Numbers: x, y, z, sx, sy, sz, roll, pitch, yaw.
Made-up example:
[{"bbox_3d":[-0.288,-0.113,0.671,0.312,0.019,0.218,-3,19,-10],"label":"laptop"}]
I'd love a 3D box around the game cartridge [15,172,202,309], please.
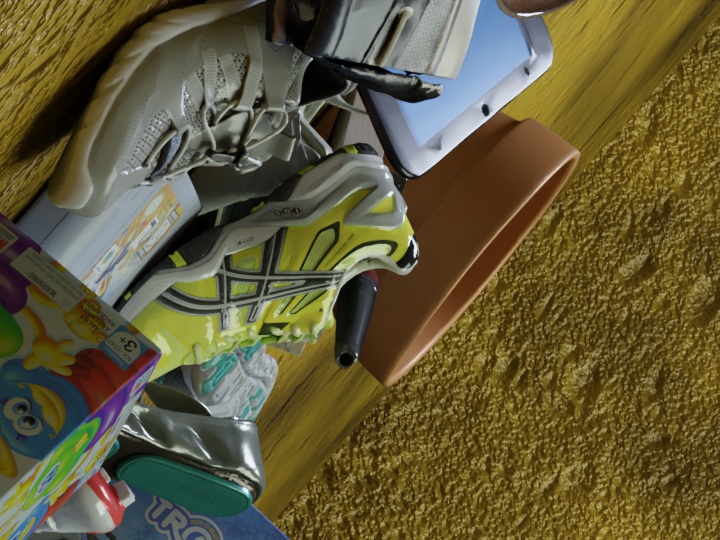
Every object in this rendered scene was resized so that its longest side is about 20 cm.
[{"bbox_3d":[-0.139,-0.007,1.439,0.133,0.041,0.200,-54,174,-5],"label":"game cartridge"}]

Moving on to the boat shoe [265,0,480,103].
[{"bbox_3d":[0.019,-0.179,1.315,0.092,0.074,0.201,7,98,-44],"label":"boat shoe"}]

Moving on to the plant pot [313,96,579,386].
[{"bbox_3d":[0.030,-0.045,1.889,0.200,0.140,0.200,-48,174,-7],"label":"plant pot"}]

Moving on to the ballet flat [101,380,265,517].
[{"bbox_3d":[-0.139,0.087,1.614,0.067,0.199,0.064,-31,-130,41],"label":"ballet flat"}]

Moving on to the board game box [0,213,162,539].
[{"bbox_3d":[-0.196,0.084,1.256,0.200,0.105,0.103,-45,171,-43],"label":"board game box"}]

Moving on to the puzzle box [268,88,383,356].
[{"bbox_3d":[-0.013,-0.050,1.703,0.200,0.025,0.134,-78,-171,-64],"label":"puzzle box"}]

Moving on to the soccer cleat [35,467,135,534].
[{"bbox_3d":[-0.176,0.106,1.441,0.085,0.069,0.200,-36,-159,-15],"label":"soccer cleat"}]

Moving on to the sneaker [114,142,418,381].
[{"bbox_3d":[-0.057,0.013,1.532,0.200,0.077,0.075,-35,173,-7],"label":"sneaker"}]

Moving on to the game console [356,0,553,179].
[{"bbox_3d":[0.063,-0.173,1.495,0.173,0.119,0.200,-54,173,35],"label":"game console"}]

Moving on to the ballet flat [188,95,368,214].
[{"bbox_3d":[-0.027,-0.093,1.569,0.200,0.069,0.069,-51,173,9],"label":"ballet flat"}]

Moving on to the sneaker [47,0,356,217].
[{"bbox_3d":[-0.066,-0.077,1.317,0.200,0.082,0.075,-44,171,-44],"label":"sneaker"}]

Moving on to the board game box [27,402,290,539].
[{"bbox_3d":[-0.155,0.181,1.650,0.199,0.200,0.043,-47,178,-27],"label":"board game box"}]

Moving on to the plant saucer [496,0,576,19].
[{"bbox_3d":[0.130,-0.207,1.394,0.200,0.037,0.201,-38,162,-14],"label":"plant saucer"}]

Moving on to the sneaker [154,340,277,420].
[{"bbox_3d":[-0.104,0.052,1.733,0.078,0.091,0.200,-51,165,-22],"label":"sneaker"}]

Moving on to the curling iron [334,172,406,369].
[{"bbox_3d":[0.000,0.000,1.624,0.200,0.025,0.050,-73,177,-60],"label":"curling iron"}]

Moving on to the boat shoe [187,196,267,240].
[{"bbox_3d":[-0.073,-0.021,1.708,0.200,0.060,0.076,116,-11,-59],"label":"boat shoe"}]
